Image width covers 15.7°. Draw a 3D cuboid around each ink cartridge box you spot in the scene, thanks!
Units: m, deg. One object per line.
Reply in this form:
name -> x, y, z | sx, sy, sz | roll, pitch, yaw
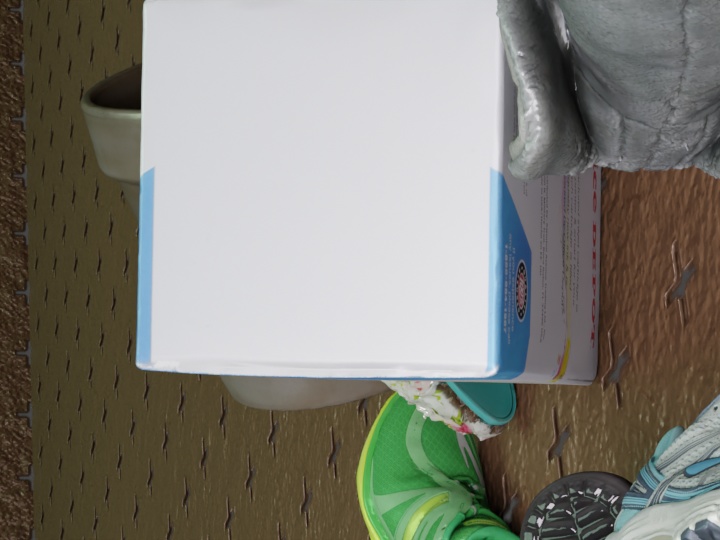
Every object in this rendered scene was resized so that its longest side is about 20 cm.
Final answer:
ink cartridge box -> 0.011, -0.028, 1.066 | 0.200, 0.146, 0.147 | 12, -102, -74

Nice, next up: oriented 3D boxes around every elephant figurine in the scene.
elephant figurine -> 0.107, -0.083, 0.930 | 0.141, 0.155, 0.200 | 26, 137, 28

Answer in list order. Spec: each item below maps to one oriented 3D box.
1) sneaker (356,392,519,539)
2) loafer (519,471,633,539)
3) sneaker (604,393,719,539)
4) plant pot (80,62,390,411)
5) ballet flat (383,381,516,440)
sneaker -> 0.049, 0.135, 1.237 | 0.084, 0.074, 0.200 | -43, 37, 35
loafer -> 0.114, 0.172, 0.967 | 0.073, 0.071, 0.200 | -10, 83, 32
sneaker -> 0.135, 0.067, 0.848 | 0.200, 0.078, 0.086 | -31, 37, 63
plant pot -> -0.027, -0.028, 1.350 | 0.200, 0.200, 0.174 | -137, 33, -72
ballet flat -> 0.000, 0.000, 1.236 | 0.064, 0.200, 0.076 | -24, 16, 34
